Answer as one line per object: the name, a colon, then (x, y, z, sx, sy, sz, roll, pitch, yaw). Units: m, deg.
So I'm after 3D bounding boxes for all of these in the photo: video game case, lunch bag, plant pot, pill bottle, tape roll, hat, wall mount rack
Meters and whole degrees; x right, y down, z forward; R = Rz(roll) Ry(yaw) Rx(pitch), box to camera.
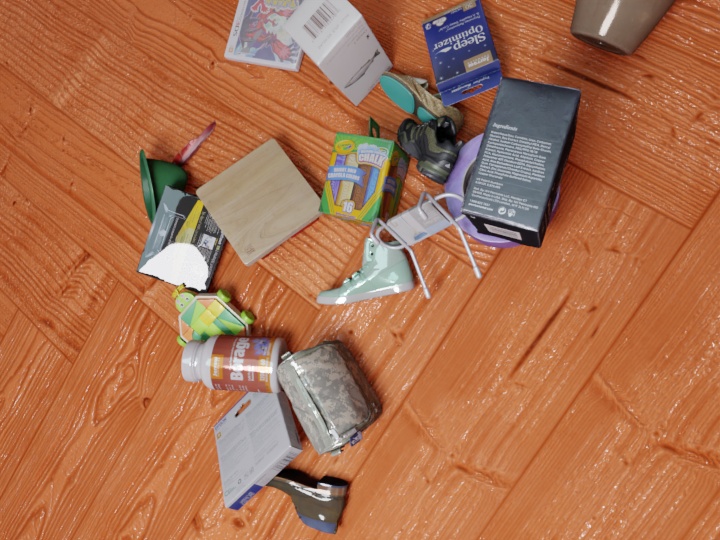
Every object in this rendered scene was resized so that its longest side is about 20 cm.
video game case: (-0.202, -0.554, 1.191, 0.198, 0.023, 0.185, 17, 92, 20)
lunch bag: (-0.065, 0.241, 1.003, 0.139, 0.167, 0.201, -36, 75, 14)
plant pot: (0.438, -0.462, 0.872, 0.199, 0.200, 0.176, 31, 113, 20)
pill bottle: (-0.255, 0.189, 1.083, 0.197, 0.112, 0.114, 2, 86, 4)
tape roll: (0.257, -0.145, 0.957, 0.197, 0.085, 0.203, -2, 85, 21)
hat: (-0.415, -0.211, 1.243, 0.167, 0.174, 0.201, 65, 150, 25)
wall mount rack: (0.116, -0.045, 0.926, 0.199, 0.173, 0.075, -25, 34, 41)

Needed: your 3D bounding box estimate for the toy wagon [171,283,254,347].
toy wagon: (-0.333, 0.113, 1.148, 0.200, 0.040, 0.155, 43, 101, -7)

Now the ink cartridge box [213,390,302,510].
ink cartridge box: (-0.218, 0.348, 1.097, 0.196, 0.043, 0.201, -45, 39, 13)

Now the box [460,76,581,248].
box: (0.248, -0.154, 0.812, 0.116, 0.196, 0.203, 17, 92, 20)

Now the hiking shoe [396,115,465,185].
hiking shoe: (0.135, -0.243, 0.980, 0.101, 0.075, 0.201, -50, 38, 24)

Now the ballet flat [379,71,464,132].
ballet flat: (0.124, -0.334, 1.041, 0.065, 0.071, 0.200, -40, 75, -15)

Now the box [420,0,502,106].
box: (0.191, -0.418, 1.003, 0.120, 0.032, 0.203, -17, 66, 18)

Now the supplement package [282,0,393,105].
supplement package: (-0.037, -0.433, 1.026, 0.117, 0.200, 0.118, -45, 73, 12)

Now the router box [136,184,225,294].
router box: (-0.382, -0.066, 1.170, 0.155, 0.052, 0.202, 21, 93, -10)

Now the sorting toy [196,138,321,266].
sorting toy: (-0.204, -0.136, 1.110, 0.199, 0.070, 0.200, -36, 75, -7)

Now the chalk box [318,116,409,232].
chalk box: (0.016, -0.191, 1.029, 0.123, 0.125, 0.203, 15, 92, 21)

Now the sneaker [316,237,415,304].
sneaker: (0.000, 0.000, 1.045, 0.198, 0.074, 0.120, -13, 88, 9)

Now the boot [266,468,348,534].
boot: (-0.125, 0.459, 1.059, 0.197, 0.075, 0.098, 4, 84, 19)
